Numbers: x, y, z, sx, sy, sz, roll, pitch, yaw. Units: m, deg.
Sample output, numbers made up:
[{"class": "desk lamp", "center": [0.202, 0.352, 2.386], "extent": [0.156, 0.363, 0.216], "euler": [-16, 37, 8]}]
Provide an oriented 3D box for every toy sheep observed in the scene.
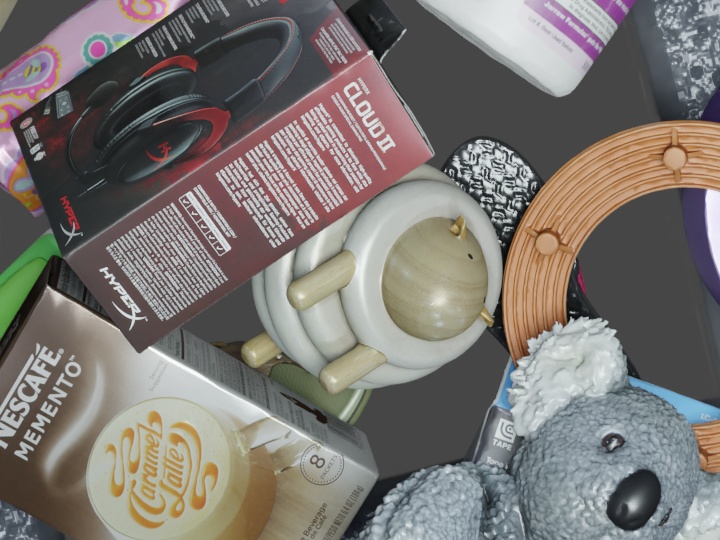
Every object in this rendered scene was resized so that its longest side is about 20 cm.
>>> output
[{"class": "toy sheep", "center": [0.000, 0.000, 1.141], "extent": [0.137, 0.200, 0.139], "euler": [-7, 104, -31]}]

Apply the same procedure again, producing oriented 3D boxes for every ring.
[{"class": "ring", "center": [0.173, 0.021, 1.155], "extent": [0.199, 0.019, 0.202], "euler": [2, 102, 10]}]

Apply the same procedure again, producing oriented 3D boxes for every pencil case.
[{"class": "pencil case", "center": [-0.128, -0.117, 1.190], "extent": [0.200, 0.087, 0.088], "euler": [-37, 94, 3]}]

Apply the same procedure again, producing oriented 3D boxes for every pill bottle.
[{"class": "pill bottle", "center": [0.122, -0.204, 1.167], "extent": [0.112, 0.112, 0.201], "euler": [35, 94, -3]}]

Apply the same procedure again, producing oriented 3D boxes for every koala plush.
[{"class": "koala plush", "center": [0.097, 0.134, 1.112], "extent": [0.177, 0.184, 0.200], "euler": [46, 72, -7]}]

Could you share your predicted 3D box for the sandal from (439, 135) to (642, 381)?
[{"class": "sandal", "center": [0.097, 0.013, 1.225], "extent": [0.075, 0.045, 0.201], "euler": [-28, 109, 9]}]

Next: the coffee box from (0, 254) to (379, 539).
[{"class": "coffee box", "center": [-0.105, 0.094, 1.135], "extent": [0.199, 0.080, 0.115], "euler": [30, 98, -11]}]

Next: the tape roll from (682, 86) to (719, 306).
[{"class": "tape roll", "center": [0.282, -0.040, 1.195], "extent": [0.198, 0.085, 0.202], "euler": [0, 96, 0]}]

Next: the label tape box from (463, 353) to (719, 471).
[{"class": "label tape box", "center": [0.118, 0.157, 1.216], "extent": [0.142, 0.066, 0.201], "euler": [19, 82, 0]}]

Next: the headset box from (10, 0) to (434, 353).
[{"class": "headset box", "center": [-0.065, -0.073, 1.096], "extent": [0.199, 0.149, 0.075], "euler": [-33, 126, 2]}]

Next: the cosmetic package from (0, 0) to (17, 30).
[{"class": "cosmetic package", "center": [-0.251, -0.116, 1.179], "extent": [0.073, 0.104, 0.201], "euler": [31, 96, -3]}]

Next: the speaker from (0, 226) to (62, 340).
[{"class": "speaker", "center": [-0.196, 0.058, 1.203], "extent": [0.200, 0.088, 0.088], "euler": [-43, 94, 3]}]

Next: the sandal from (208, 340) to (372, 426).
[{"class": "sandal", "center": [-0.084, 0.078, 1.203], "extent": [0.200, 0.057, 0.080], "euler": [-19, 56, 3]}]
